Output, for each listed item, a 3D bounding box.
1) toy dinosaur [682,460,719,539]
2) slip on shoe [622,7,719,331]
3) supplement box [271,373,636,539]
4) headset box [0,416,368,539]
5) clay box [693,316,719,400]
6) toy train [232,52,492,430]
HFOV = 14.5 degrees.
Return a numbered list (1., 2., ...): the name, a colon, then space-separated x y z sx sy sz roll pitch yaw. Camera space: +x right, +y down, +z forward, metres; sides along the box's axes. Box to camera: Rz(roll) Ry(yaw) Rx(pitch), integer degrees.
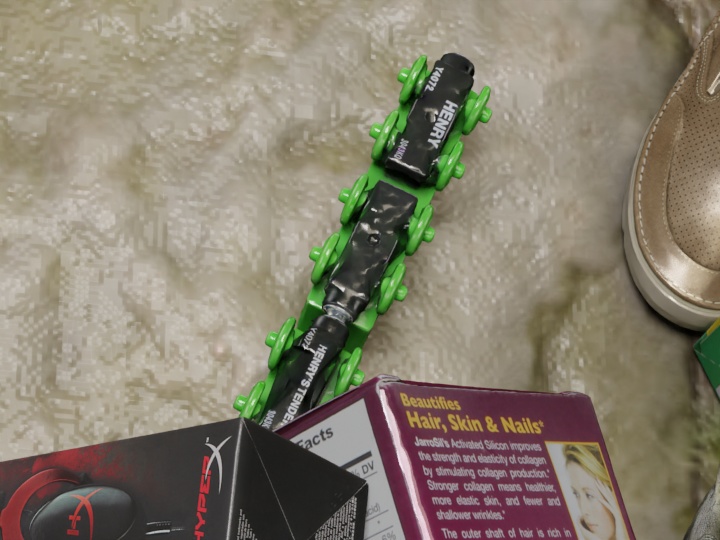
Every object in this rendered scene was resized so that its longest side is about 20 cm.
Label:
1. toy dinosaur: 0.144 0.096 1.086 0.047 0.088 0.201 12 85 9
2. slip on shoe: 0.171 -0.068 1.201 0.076 0.061 0.200 31 63 -2
3. supplement box: 0.039 0.150 1.021 0.131 0.103 0.200 7 61 -49
4. headset box: -0.102 0.143 0.975 0.075 0.200 0.149 32 56 -45
5. clay box: 0.253 0.041 1.185 0.200 0.048 0.115 -19 74 -22
6. toy train: 0.000 0.000 1.126 0.042 0.056 0.200 25 64 1
